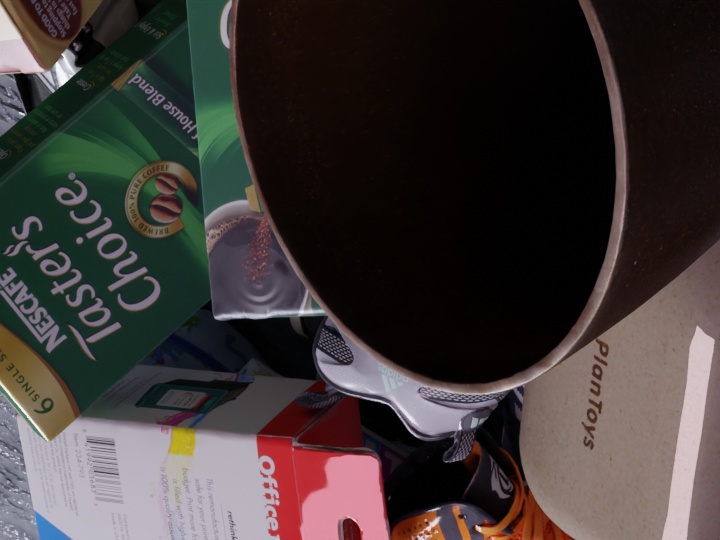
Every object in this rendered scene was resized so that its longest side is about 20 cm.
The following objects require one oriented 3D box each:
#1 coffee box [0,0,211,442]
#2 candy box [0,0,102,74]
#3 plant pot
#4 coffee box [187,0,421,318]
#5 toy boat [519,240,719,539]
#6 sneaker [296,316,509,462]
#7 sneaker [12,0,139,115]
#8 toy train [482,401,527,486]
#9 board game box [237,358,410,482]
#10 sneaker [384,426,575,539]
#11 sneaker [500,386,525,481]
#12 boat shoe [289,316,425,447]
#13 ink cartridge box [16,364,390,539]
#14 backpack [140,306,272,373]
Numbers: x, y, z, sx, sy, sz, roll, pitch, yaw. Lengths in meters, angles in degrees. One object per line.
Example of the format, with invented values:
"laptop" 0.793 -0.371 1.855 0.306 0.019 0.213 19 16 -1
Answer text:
"coffee box" -0.110 -0.029 0.967 0.044 0.200 0.123 32 160 56
"candy box" -0.126 -0.159 0.814 0.115 0.201 0.056 0 135 36
"plant pot" 0.088 -0.075 0.736 0.186 0.199 0.189 22 121 43
"coffee box" -0.015 -0.083 0.846 0.122 0.044 0.202 -2 92 41
"toy boat" 0.154 0.033 0.912 0.130 0.130 0.202 34 127 47
"sneaker" 0.000 0.000 0.928 0.200 0.077 0.141 54 127 36
"sneaker" -0.142 -0.105 1.009 0.090 0.067 0.201 -6 132 39
"toy train" 0.104 0.123 1.131 0.045 0.034 0.201 -9 129 30
"board game box" -0.059 0.147 1.107 0.134 0.034 0.200 31 126 -17
"sneaker" 0.093 0.128 0.992 0.198 0.078 0.113 -10 129 20
"sneaker" 0.090 0.061 1.027 0.084 0.075 0.200 -13 126 40
"boat shoe" 0.011 0.033 1.047 0.066 0.075 0.200 27 149 22
"ink cartridge box" -0.060 0.115 1.000 0.198 0.067 0.117 4 113 27
"backpack" -0.100 0.105 1.187 0.162 0.154 0.202 0 120 36
